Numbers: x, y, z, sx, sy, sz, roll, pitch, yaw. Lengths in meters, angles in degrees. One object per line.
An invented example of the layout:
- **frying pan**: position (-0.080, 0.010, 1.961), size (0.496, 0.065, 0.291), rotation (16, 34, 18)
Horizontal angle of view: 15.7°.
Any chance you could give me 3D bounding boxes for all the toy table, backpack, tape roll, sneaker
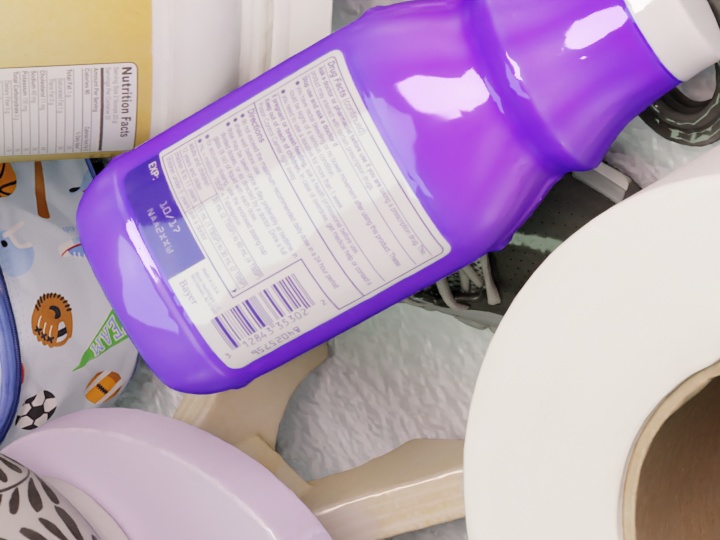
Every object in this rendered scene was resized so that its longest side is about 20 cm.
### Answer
- **toy table**: position (-0.042, 0.095, 0.974), size (0.200, 0.117, 0.184), rotation (14, 122, 42)
- **backpack**: position (-0.182, 0.008, 1.054), size (0.190, 0.154, 0.200), rotation (-33, 85, 41)
- **tape roll**: position (0.147, 0.053, 0.705), size (0.202, 0.139, 0.203), rotation (13, 114, 31)
- **sneaker**: position (0.000, 0.000, 0.875), size (0.200, 0.115, 0.075), rotation (15, 122, 41)

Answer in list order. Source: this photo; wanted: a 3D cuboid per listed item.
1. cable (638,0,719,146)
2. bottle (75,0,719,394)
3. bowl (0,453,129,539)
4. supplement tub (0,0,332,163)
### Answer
- **cable**: position (0.070, -0.136, 0.799), size (0.200, 0.050, 0.097), rotation (48, 123, -3)
- **bottle**: position (0.012, -0.037, 0.788), size (0.200, 0.065, 0.084), rotation (-29, 92, 19)
- **bowl**: position (-0.133, 0.132, 0.930), size (0.200, 0.094, 0.201), rotation (26, 130, 36)
- **supplement tub**: position (-0.115, -0.107, 0.845), size (0.144, 0.199, 0.145), rotation (176, 90, -81)
